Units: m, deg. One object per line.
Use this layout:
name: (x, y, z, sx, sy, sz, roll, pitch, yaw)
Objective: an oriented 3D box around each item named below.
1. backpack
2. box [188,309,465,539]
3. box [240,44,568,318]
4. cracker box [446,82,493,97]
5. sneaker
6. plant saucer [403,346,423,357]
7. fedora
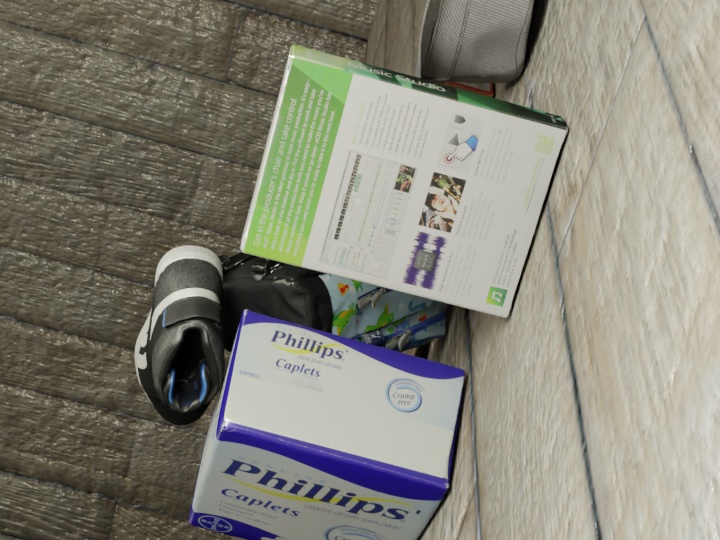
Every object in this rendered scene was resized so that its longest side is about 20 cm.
backpack: (-0.012, 0.016, 1.406, 0.199, 0.155, 0.162, -36, 20, -35)
box: (-0.031, 0.144, 1.319, 0.201, 0.182, 0.106, 112, 172, -57)
box: (0.028, -0.060, 1.143, 0.036, 0.197, 0.146, -100, 26, -69)
cracker box: (0.082, -0.164, 1.605, 0.201, 0.057, 0.135, -84, 10, -59)
sneaker: (-0.148, 0.087, 1.345, 0.201, 0.072, 0.113, 99, 169, -46)
plant saucer: (-0.010, 0.072, 1.586, 0.199, 0.029, 0.202, -24, 51, 34)
fedora: (0.101, -0.217, 1.368, 0.200, 0.089, 0.179, 99, -175, -78)
